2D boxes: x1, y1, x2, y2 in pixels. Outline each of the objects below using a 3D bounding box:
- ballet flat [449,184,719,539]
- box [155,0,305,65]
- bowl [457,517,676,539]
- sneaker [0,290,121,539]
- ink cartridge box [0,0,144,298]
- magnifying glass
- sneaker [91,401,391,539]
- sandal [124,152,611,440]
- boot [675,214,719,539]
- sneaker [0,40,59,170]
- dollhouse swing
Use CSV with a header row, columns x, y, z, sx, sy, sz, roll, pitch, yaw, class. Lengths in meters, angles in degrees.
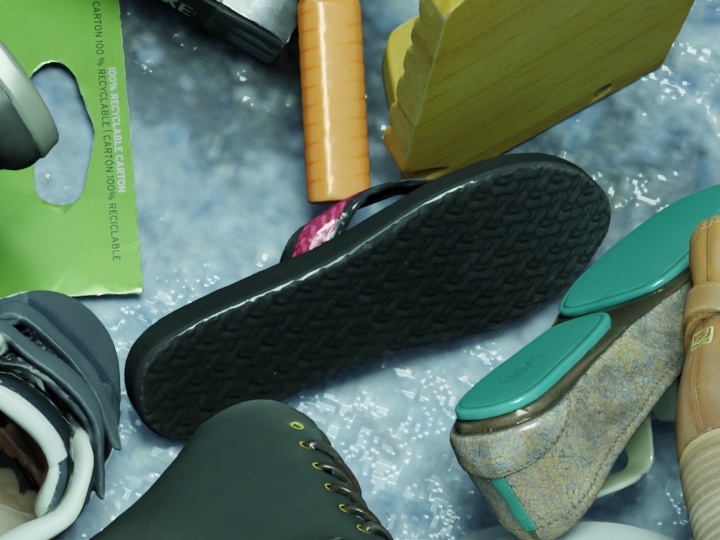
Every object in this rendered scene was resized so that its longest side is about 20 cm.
x,y,z,sx,sy,sz,roll,pitch,yaw,class
0.099,0.037,0.985,0.200,0.068,0.068,-39,109,-43,ballet flat
-0.055,-0.207,1.052,0.157,0.050,0.201,30,77,-6,box
0.084,0.170,0.919,0.200,0.090,0.202,2,66,-5,bowl
-0.119,0.056,0.903,0.078,0.079,0.200,42,32,-8,sneaker
-0.186,-0.064,0.993,0.199,0.076,0.149,-4,67,-7,ink cartridge box
-0.013,-0.126,1.014,0.079,0.022,0.201,-2,87,-18,magnifying glass
-0.006,0.095,0.894,0.199,0.075,0.106,5,42,31,sneaker
0.000,0.000,0.996,0.199,0.075,0.045,-22,40,-9,sandal
0.185,0.079,0.959,0.199,0.077,0.156,27,45,-29,boot
-0.206,-0.068,0.919,0.199,0.075,0.106,32,71,16,sneaker
0.052,-0.172,1.002,0.181,0.200,0.176,-28,73,-17,dollhouse swing
